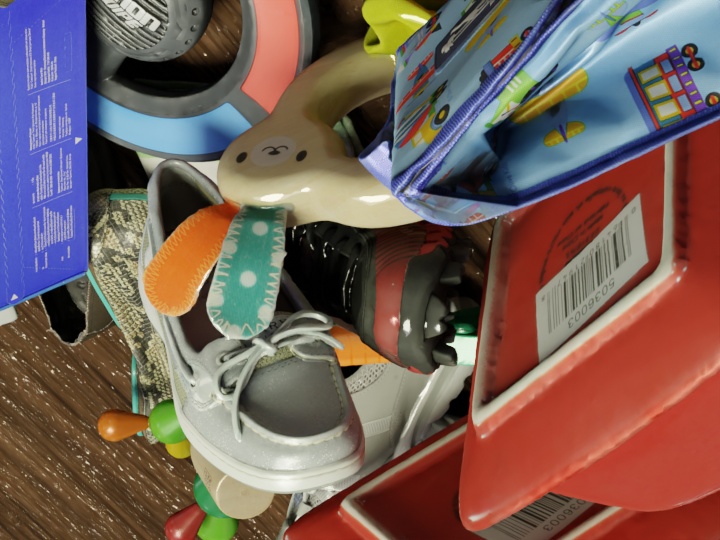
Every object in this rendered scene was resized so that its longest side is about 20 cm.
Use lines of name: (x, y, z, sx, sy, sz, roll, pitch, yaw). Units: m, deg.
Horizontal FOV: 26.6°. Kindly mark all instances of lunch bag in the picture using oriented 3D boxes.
lunch bag: (0.085, -0.091, 0.547, 0.200, 0.151, 0.094, -37, 111, 16)

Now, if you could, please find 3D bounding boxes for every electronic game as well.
electronic game: (-0.111, -0.140, 0.757, 0.200, 0.042, 0.200, 17, 133, 19)

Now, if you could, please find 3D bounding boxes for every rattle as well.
rattle: (-0.018, -0.078, 0.653, 0.130, 0.200, 0.143, 56, 164, 32)

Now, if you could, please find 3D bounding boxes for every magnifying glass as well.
magnifying glass: (0.042, 0.037, 0.789, 0.200, 0.080, 0.022, -2, 105, -8)

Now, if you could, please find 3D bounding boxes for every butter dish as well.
butter dish: (0.149, 0.020, 0.659, 0.148, 0.200, 0.200, 29, 134, -18)
butter dish: (0.094, 0.163, 0.764, 0.199, 0.200, 0.148, 28, 143, 61)

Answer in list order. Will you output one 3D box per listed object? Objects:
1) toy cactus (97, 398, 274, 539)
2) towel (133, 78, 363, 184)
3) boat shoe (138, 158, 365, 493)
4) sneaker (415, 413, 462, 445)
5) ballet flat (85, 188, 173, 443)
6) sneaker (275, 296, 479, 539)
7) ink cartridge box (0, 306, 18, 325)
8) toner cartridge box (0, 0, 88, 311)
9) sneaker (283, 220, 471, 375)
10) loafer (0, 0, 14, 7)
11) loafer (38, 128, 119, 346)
toy cactus: (-0.082, 0.076, 0.833, 0.102, 0.165, 0.200, 8, 110, -16)
towel: (-0.051, -0.022, 0.878, 0.152, 0.023, 0.200, 8, 137, 27)
boat shoe: (-0.057, 0.023, 0.701, 0.074, 0.202, 0.065, -14, 129, -15)
sneaker: (0.023, 0.115, 0.923, 0.200, 0.080, 0.070, 20, 164, 16)
ballet flat: (-0.116, 0.032, 0.921, 0.075, 0.068, 0.200, -4, 132, 5)
sneaker: (-0.011, 0.090, 0.857, 0.082, 0.200, 0.075, 27, -178, -18)
ink cartridge box: (-0.275, -0.067, 0.869, 0.200, 0.085, 0.145, 83, 161, -45)
toner cartridge box: (-0.189, -0.064, 0.774, 0.043, 0.095, 0.200, 44, 143, 31)
sneaker: (0.000, 0.000, 0.733, 0.098, 0.200, 0.071, 7, 102, -5)
loafer: (-0.150, -0.151, 0.666, 0.200, 0.075, 0.070, -5, 101, 6)
loafer: (-0.183, -0.031, 0.911, 0.073, 0.071, 0.200, 5, 135, 29)
